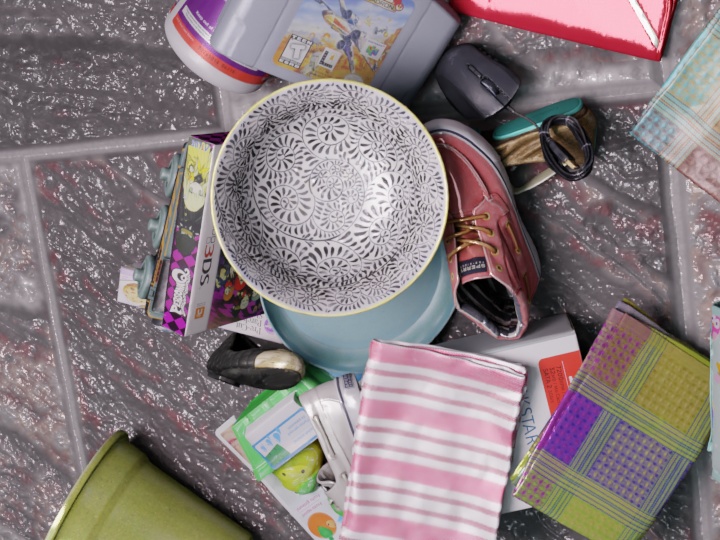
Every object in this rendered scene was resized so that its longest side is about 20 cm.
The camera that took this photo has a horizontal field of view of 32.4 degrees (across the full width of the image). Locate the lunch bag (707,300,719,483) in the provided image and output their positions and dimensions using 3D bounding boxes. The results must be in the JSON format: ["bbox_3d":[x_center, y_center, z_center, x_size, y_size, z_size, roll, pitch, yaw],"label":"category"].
[{"bbox_3d":[0.388,0.110,1.035,0.199,0.122,0.171,2,105,30],"label":"lunch bag"}]

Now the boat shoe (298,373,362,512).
[{"bbox_3d":[-0.008,0.195,1.171,0.066,0.072,0.201,-16,115,-1],"label":"boat shoe"}]

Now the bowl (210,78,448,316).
[{"bbox_3d":[-0.029,-0.065,1.080,0.200,0.094,0.201,-1,98,-4],"label":"bowl"}]

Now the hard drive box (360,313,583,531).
[{"bbox_3d":[0.116,0.142,1.153,0.199,0.077,0.156,-15,98,6],"label":"hard drive box"}]

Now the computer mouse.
[{"bbox_3d":[0.131,-0.143,1.079,0.059,0.034,0.200,-44,53,-3],"label":"computer mouse"}]

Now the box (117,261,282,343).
[{"bbox_3d":[-0.160,0.032,1.295,0.199,0.039,0.042,14,106,20],"label":"box"}]

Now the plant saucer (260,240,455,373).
[{"bbox_3d":[0.000,0.000,1.175,0.199,0.027,0.201,-4,108,-14],"label":"plant saucer"}]

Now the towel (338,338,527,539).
[{"bbox_3d":[0.064,0.168,1.107,0.146,0.030,0.201,10,100,4],"label":"towel"}]

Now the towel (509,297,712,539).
[{"bbox_3d":[0.236,0.142,1.100,0.143,0.023,0.200,30,90,-13],"label":"towel"}]

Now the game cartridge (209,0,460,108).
[{"bbox_3d":[-0.017,-0.220,1.102,0.200,0.042,0.133,17,127,-24],"label":"game cartridge"}]

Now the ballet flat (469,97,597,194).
[{"bbox_3d":[0.122,-0.101,1.133,0.199,0.068,0.073,-12,114,21],"label":"ballet flat"}]

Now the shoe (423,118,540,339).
[{"bbox_3d":[0.103,-0.033,1.093,0.071,0.091,0.200,-16,123,25],"label":"shoe"}]

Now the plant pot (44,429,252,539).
[{"bbox_3d":[-0.223,0.302,1.324,0.184,0.200,0.201,27,113,3],"label":"plant pot"}]

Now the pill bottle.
[{"bbox_3d":[-0.086,-0.268,1.145,0.112,0.112,0.200,46,116,6],"label":"pill bottle"}]

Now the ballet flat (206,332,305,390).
[{"bbox_3d":[-0.106,0.085,1.218,0.066,0.200,0.057,23,78,-23],"label":"ballet flat"}]

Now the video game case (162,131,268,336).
[{"bbox_3d":[-0.094,-0.044,1.158,0.036,0.200,0.182,23,112,31],"label":"video game case"}]

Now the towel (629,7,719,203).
[{"bbox_3d":[0.341,-0.152,1.042,0.147,0.022,0.200,40,115,10],"label":"towel"}]

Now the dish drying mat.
[{"bbox_3d":[0.177,-0.244,1.090,0.199,0.018,0.077,18,111,18],"label":"dish drying mat"}]

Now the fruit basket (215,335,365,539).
[{"bbox_3d":[-0.025,0.190,1.250,0.185,0.094,0.200,-38,91,25],"label":"fruit basket"}]

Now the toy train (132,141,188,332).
[{"bbox_3d":[-0.163,-0.035,1.212,0.085,0.114,0.201,15,88,-18],"label":"toy train"}]
